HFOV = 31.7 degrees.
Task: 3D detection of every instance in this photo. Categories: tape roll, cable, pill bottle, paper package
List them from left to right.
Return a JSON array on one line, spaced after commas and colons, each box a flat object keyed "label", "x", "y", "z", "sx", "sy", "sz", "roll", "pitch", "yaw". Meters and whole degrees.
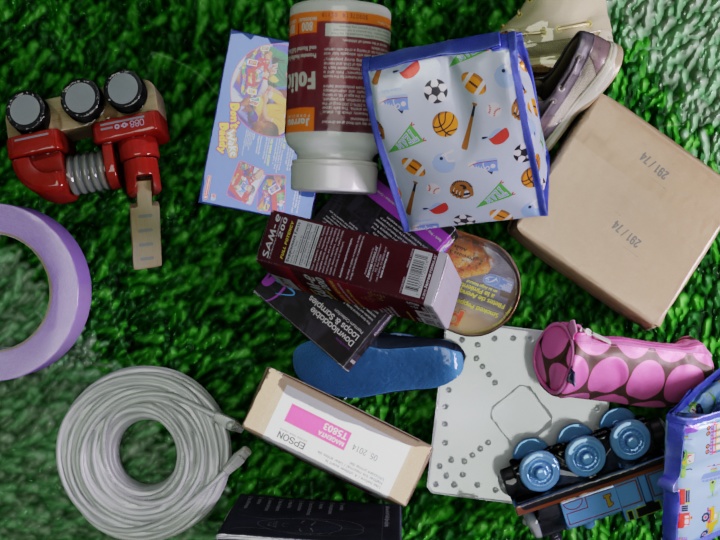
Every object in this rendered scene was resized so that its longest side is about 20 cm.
[{"label": "tape roll", "x": -0.416, "y": 0.024, "z": 1.468, "sx": 0.198, "sy": 0.066, "sz": 0.203, "roll": 0, "pitch": 90, "yaw": 1}, {"label": "cable", "x": -0.246, "y": 0.209, "z": 1.463, "sx": 0.199, "sy": 0.069, "sz": 0.201, "roll": 39, "pitch": 92, "yaw": 2}, {"label": "pill bottle", "x": -0.026, "y": -0.187, "z": 1.387, "sx": 0.113, "sy": 0.114, "sz": 0.203, "roll": 2, "pitch": 91, "yaw": 2}, {"label": "paper package", "x": 0.295, "y": -0.066, "z": 1.429, "sx": 0.199, "sy": 0.103, "sz": 0.192, "roll": 34, "pitch": 90, "yaw": 2}]

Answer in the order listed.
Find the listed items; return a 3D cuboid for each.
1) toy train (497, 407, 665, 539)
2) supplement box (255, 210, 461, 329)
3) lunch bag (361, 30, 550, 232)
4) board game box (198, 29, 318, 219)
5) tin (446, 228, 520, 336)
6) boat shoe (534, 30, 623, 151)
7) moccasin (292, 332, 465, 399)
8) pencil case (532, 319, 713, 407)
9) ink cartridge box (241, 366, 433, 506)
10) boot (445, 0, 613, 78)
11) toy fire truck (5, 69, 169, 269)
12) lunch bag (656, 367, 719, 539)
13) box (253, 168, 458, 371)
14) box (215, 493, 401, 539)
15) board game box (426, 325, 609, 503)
[{"label": "toy train", "x": 0.256, "y": 0.231, "z": 1.417, "sx": 0.198, "sy": 0.087, "sz": 0.115, "roll": -19, "pitch": 96, "yaw": 1}, {"label": "supplement box", "x": 0.000, "y": 0.000, "z": 1.348, "sx": 0.198, "sy": 0.109, "sz": 0.062, "roll": 15, "pitch": 78, "yaw": 17}, {"label": "lunch bag", "x": 0.103, "y": -0.155, "z": 1.323, "sx": 0.168, "sy": 0.125, "sz": 0.201, "roll": -8, "pitch": 134, "yaw": 16}, {"label": "board game box", "x": -0.102, "y": -0.164, "z": 1.467, "sx": 0.133, "sy": 0.045, "sz": 0.202, "roll": 11, "pitch": 91, "yaw": 1}, {"label": "tin", "x": 0.086, "y": 0.006, "z": 1.452, "sx": 0.198, "sy": 0.042, "sz": 0.113, "roll": 21, "pitch": 79, "yaw": 10}, {"label": "boat shoe", "x": 0.207, "y": -0.187, "z": 1.411, "sx": 0.064, "sy": 0.072, "sz": 0.200, "roll": 30, "pitch": 127, "yaw": -16}, {"label": "moccasin", "x": 0.023, "y": 0.109, "z": 1.452, "sx": 0.198, "sy": 0.068, "sz": 0.081, "roll": 5, "pitch": 102, "yaw": 15}, {"label": "pencil case", "x": 0.296, "y": 0.104, "z": 1.405, "sx": 0.198, "sy": 0.091, "sz": 0.094, "roll": 6, "pitch": 121, "yaw": -24}, {"label": "ink cartridge box", "x": -0.029, "y": 0.186, "z": 1.405, "sx": 0.198, "sy": 0.165, "sz": 0.076, "roll": 26, "pitch": 81, "yaw": 2}, {"label": "boot", "x": 0.190, "y": -0.302, "z": 1.446, "sx": 0.197, "sy": 0.073, "sz": 0.157, "roll": -1, "pitch": 88, "yaw": 4}, {"label": "toy fire truck", "x": -0.298, "y": -0.104, "z": 1.449, "sx": 0.174, "sy": 0.129, "sz": 0.202, "roll": -11, "pitch": 80, "yaw": 2}, {"label": "lunch bag", "x": 0.384, "y": 0.202, "z": 1.359, "sx": 0.094, "sy": 0.199, "sz": 0.152, "roll": 17, "pitch": 116, "yaw": 42}, {"label": "box", "x": -0.005, "y": -0.007, "z": 1.427, "sx": 0.143, "sy": 0.036, "sz": 0.200, "roll": 39, "pitch": 85, "yaw": 19}, {"label": "box", "x": -0.053, "y": 0.330, "z": 1.392, "sx": 0.194, "sy": 0.200, "sz": 0.126, "roll": 2, "pitch": 92, "yaw": 2}, {"label": "board game box", "x": 0.185, "y": 0.168, "z": 1.471, "sx": 0.197, "sy": 0.026, "sz": 0.203, "roll": 7, "pitch": 91, "yaw": 1}]
